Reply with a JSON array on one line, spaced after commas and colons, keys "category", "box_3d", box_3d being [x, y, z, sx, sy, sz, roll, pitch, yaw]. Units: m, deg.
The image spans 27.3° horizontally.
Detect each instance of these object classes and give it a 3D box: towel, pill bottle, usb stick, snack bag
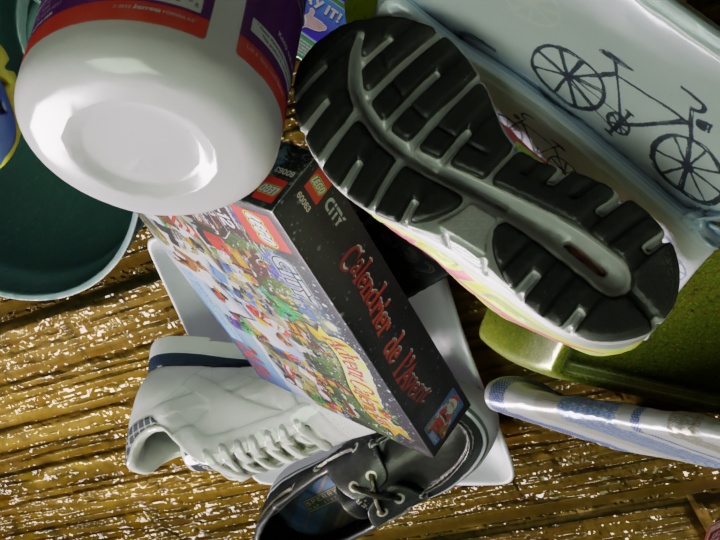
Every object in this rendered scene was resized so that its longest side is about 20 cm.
[{"category": "towel", "box_3d": [0.179, 0.085, 0.777, 0.199, 0.024, 0.146, 4, 168, 46]}, {"category": "pill bottle", "box_3d": [-0.077, -0.132, 0.657, 0.111, 0.201, 0.113, 6, 147, 4]}, {"category": "usb stick", "box_3d": [0.000, 0.000, 0.798, 0.055, 0.033, 0.200, 42, 155, -8]}, {"category": "snack bag", "box_3d": [0.081, -0.069, 0.633, 0.188, 0.021, 0.200, 38, 152, 9]}]

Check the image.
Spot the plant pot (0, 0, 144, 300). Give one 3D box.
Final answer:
[{"category": "plant pot", "box_3d": [-0.179, -0.104, 0.834, 0.199, 0.134, 0.202, 13, 125, 19]}]

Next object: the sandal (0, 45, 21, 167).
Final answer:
[{"category": "sandal", "box_3d": [-0.251, -0.118, 0.720, 0.200, 0.087, 0.079, 44, 127, -8]}]

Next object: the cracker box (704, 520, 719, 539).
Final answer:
[{"category": "cracker box", "box_3d": [0.306, 0.169, 0.835, 0.134, 0.058, 0.200, 45, 130, -7]}]

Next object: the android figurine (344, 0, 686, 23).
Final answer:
[{"category": "android figurine", "box_3d": [0.066, -0.150, 0.702, 0.181, 0.041, 0.201, 26, 113, 4]}]

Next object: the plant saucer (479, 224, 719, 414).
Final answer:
[{"category": "plant saucer", "box_3d": [0.181, 0.005, 0.741, 0.198, 0.048, 0.201, 12, 132, -8]}]

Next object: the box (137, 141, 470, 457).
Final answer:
[{"category": "box", "box_3d": [-0.038, 0.005, 0.750, 0.136, 0.038, 0.200, 21, 154, 41]}]

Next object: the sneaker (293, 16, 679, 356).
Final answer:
[{"category": "sneaker", "box_3d": [0.048, -0.028, 0.636, 0.200, 0.078, 0.090, 44, 176, 20]}]

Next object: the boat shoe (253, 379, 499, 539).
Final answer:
[{"category": "boat shoe", "box_3d": [0.007, 0.132, 0.920, 0.069, 0.057, 0.200, 46, 130, -10]}]

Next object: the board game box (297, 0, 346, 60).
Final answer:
[{"category": "board game box", "box_3d": [0.028, -0.142, 0.771, 0.199, 0.029, 0.135, 35, 131, 0]}]

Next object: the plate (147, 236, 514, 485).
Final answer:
[{"category": "plate", "box_3d": [-0.014, 0.049, 0.930, 0.199, 0.032, 0.201, -5, 120, 30]}]

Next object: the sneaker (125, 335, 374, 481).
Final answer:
[{"category": "sneaker", "box_3d": [-0.055, 0.089, 0.893, 0.199, 0.081, 0.076, -4, 143, 35]}]
